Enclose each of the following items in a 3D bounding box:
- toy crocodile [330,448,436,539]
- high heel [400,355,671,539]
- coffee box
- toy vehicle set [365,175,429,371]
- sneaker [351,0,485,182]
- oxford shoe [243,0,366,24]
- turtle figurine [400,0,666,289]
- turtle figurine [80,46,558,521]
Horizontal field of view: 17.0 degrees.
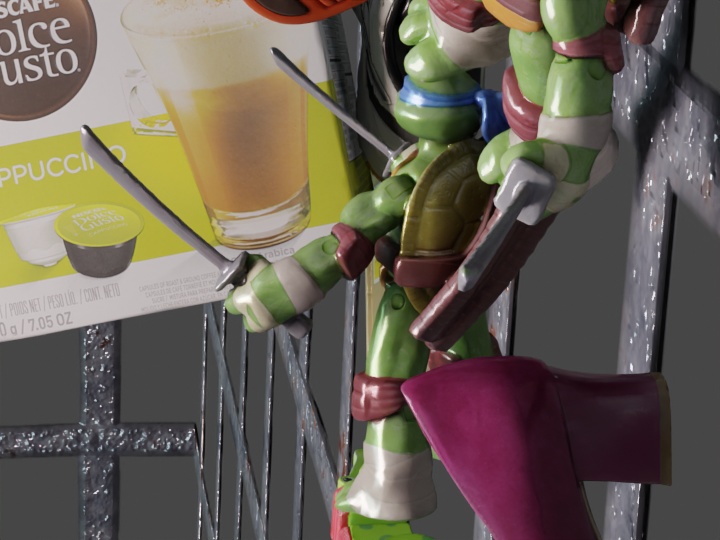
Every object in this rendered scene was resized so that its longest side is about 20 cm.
[{"bbox_3d":[0.010,0.160,1.336,0.200,0.062,0.068,-105,17,-63],"label":"toy crocodile"},{"bbox_3d":[0.061,0.131,0.851,0.067,0.096,0.200,-162,72,-81],"label":"high heel"},{"bbox_3d":[-0.106,-0.086,1.254,0.200,0.199,0.198,-60,-41,-84],"label":"coffee box"},{"bbox_3d":[0.024,-0.025,1.363,0.124,0.026,0.200,147,123,-80],"label":"toy vehicle set"},{"bbox_3d":[0.030,-0.144,1.205,0.088,0.076,0.200,130,131,-68],"label":"sneaker"},{"bbox_3d":[0.024,-0.178,0.937,0.200,0.071,0.073,-45,24,5],"label":"oxford shoe"},{"bbox_3d":[0.025,-0.081,0.821,0.200,0.144,0.194,-62,-13,-14],"label":"turtle figurine"},{"bbox_3d":[0.000,0.000,1.069,0.144,0.200,0.194,-67,-28,-70],"label":"turtle figurine"}]
